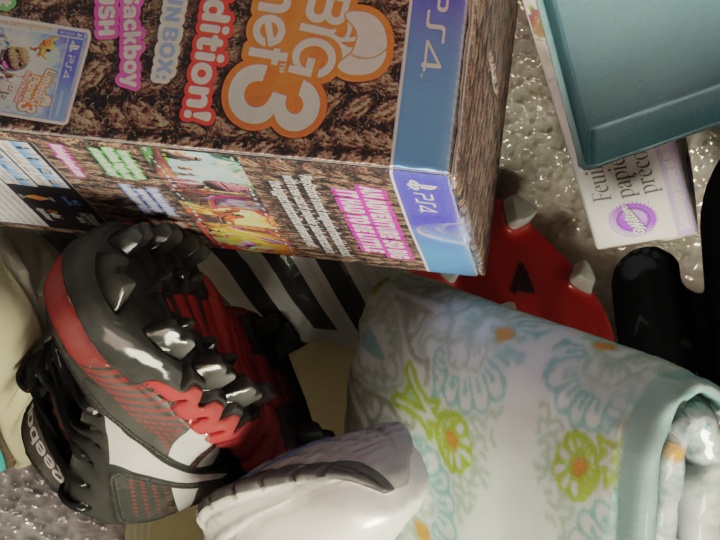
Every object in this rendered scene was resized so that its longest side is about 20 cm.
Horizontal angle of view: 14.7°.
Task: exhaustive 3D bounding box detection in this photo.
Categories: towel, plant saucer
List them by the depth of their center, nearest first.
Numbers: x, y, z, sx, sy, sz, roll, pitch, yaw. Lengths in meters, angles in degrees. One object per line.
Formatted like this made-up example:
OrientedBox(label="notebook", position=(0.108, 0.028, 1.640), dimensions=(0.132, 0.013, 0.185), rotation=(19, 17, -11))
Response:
OrientedBox(label="plant saucer", position=(0.086, -0.097, 0.865), dimensions=(0.070, 0.019, 0.200), rotation=(-19, 148, 3))
OrientedBox(label="towel", position=(0.052, 0.114, 0.933), dimensions=(0.048, 0.171, 0.201), rotation=(-5, 104, -37))

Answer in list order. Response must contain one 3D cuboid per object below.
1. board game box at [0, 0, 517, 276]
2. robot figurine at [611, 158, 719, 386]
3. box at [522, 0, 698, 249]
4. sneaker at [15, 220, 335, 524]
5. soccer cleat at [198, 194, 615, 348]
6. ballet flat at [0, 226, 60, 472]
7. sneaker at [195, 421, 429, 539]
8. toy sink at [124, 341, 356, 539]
OrientedBox(label="board game box", position=(-0.057, -0.068, 0.872), dimensions=(0.199, 0.097, 0.159), rotation=(6, 170, 6))
OrientedBox(label="robot figurine", position=(0.177, 0.018, 0.938), dimensions=(0.150, 0.200, 0.125), rotation=(-30, 128, 29))
OrientedBox(label="box", position=(0.078, -0.091, 0.947), dimensions=(0.039, 0.042, 0.200), rotation=(-9, 134, 12))
OrientedBox(label="sneaker", position=(-0.077, 0.041, 0.938), dimensions=(0.098, 0.071, 0.200), rotation=(-22, 162, 6))
OrientedBox(label="soccer cleat", position=(0.000, 0.000, 1.032), dimensions=(0.200, 0.069, 0.085), rotation=(23, 142, -15))
OrientedBox(label="ballet flat", position=(-0.132, 0.016, 1.015), dimensions=(0.069, 0.070, 0.200), rotation=(3, 161, 0))
OrientedBox(label="sneaker", position=(-0.023, 0.115, 0.956), dimensions=(0.074, 0.087, 0.200), rotation=(-19, 163, -32))
OrientedBox(label="toy sink", position=(-0.020, 0.118, 1.118), dimensions=(0.200, 0.112, 0.130), rotation=(-31, 127, 24))
